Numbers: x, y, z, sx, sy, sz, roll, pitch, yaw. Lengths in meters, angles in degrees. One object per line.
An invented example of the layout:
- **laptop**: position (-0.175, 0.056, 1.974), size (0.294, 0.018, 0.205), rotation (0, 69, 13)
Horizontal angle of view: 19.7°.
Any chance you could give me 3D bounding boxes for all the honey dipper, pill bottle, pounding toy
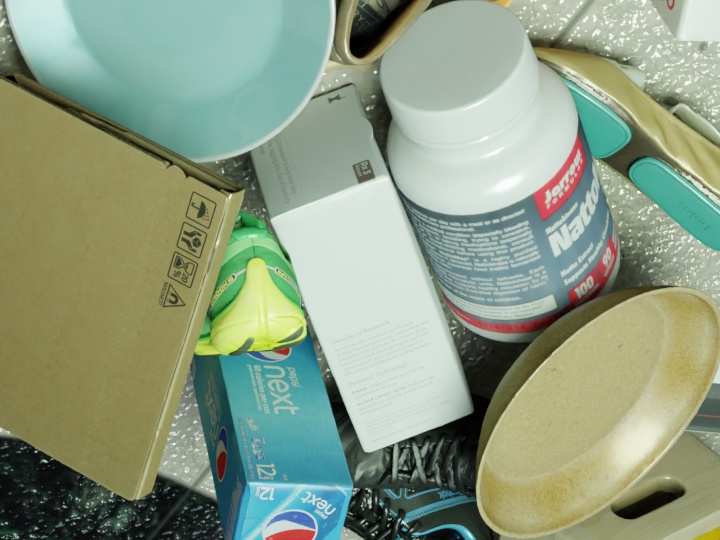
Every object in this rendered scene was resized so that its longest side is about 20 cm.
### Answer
- **honey dipper**: position (-0.084, -0.109, 1.256), size (0.198, 0.038, 0.038), rotation (-16, 127, -8)
- **pill bottle**: position (0.081, -0.060, 1.253), size (0.119, 0.120, 0.201), rotation (-23, 137, 3)
- **pounding toy**: position (0.213, 0.206, 1.455), size (0.199, 0.142, 0.186), rotation (-19, 131, -32)

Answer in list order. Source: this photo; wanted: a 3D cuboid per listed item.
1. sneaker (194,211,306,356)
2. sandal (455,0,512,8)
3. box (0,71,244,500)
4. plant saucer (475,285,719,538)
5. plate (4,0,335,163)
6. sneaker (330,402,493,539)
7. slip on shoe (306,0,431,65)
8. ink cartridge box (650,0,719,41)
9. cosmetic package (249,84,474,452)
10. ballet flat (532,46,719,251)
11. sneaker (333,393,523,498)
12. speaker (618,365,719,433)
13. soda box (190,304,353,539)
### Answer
- **sneaker**: position (-0.071, 0.008, 1.231), size (0.073, 0.200, 0.085), rotation (-5, 88, -15)
- **sandal**: position (0.126, -0.211, 1.201), size (0.079, 0.059, 0.208), rotation (-27, 152, -52)
- **box**: position (-0.164, 0.009, 1.176), size (0.162, 0.021, 0.202), rotation (27, 114, 17)
- **plant saucer**: position (0.143, 0.082, 1.308), size (0.199, 0.035, 0.201), rotation (-26, 141, -23)
- **plate**: position (-0.108, -0.158, 1.185), size (0.198, 0.026, 0.202), rotation (6, 118, 12)
- **sneaker**: position (0.014, 0.154, 1.429), size (0.199, 0.082, 0.073), rotation (23, 119, -24)
- **slip on shoe**: position (0.041, -0.201, 1.184), size (0.200, 0.061, 0.076), rotation (-47, 122, 3)
- **ink cartridge box**: position (0.234, -0.224, 1.191), size (0.124, 0.129, 0.202), rotation (0, 123, -13)
- **cosmetic package**: position (0.000, 0.000, 1.301), size (0.080, 0.113, 0.201), rotation (-21, 125, 2)
- **ballet flat**: position (0.176, -0.090, 1.311), size (0.199, 0.063, 0.069), rotation (38, 151, -14)
- **sneaker**: position (0.071, 0.122, 1.381), size (0.198, 0.104, 0.061), rotation (-6, 111, -39)
- **speaker**: position (0.245, 0.072, 1.430), size (0.198, 0.081, 0.082), rotation (6, 123, -17)
- **soda box**: position (-0.059, 0.094, 1.296), size (0.067, 0.201, 0.065), rotation (4, 124, -15)
